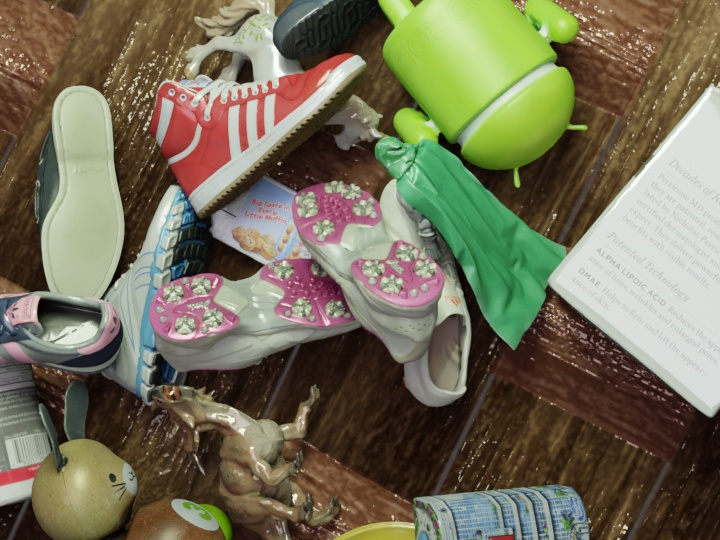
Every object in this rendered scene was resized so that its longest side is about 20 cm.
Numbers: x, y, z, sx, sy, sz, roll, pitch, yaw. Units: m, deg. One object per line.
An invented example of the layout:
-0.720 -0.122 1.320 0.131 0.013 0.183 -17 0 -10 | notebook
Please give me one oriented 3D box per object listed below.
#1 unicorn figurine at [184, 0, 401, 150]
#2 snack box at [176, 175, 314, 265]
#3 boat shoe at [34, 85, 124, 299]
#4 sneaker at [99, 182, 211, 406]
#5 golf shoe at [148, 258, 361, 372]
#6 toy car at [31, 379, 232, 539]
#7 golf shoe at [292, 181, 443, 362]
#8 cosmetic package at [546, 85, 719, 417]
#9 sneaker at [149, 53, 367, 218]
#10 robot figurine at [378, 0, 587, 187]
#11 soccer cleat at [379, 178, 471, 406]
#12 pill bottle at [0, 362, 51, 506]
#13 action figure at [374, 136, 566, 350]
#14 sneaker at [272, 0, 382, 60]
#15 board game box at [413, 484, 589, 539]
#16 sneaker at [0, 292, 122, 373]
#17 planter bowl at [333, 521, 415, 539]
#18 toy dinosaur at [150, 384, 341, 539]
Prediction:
-0.069 -0.155 1.294 0.137 0.074 0.200 -28 96 22 | unicorn figurine
-0.074 -0.039 1.317 0.200 0.024 0.072 28 92 10 | snack box
-0.259 -0.062 1.331 0.074 0.066 0.200 -3 85 -22 | boat shoe
-0.193 0.016 1.307 0.087 0.075 0.200 17 99 26 | sneaker
-0.083 0.042 1.272 0.200 0.092 0.075 -5 54 -11 | golf shoe
-0.212 0.191 1.242 0.158 0.164 0.200 -20 95 8 | toy car
0.000 0.000 1.216 0.075 0.092 0.200 -19 39 -18 | golf shoe
0.278 -0.011 1.185 0.165 0.165 0.200 40 93 10 | cosmetic package
-0.094 -0.144 1.234 0.200 0.071 0.113 -38 85 22 | sneaker
0.099 -0.171 1.246 0.175 0.116 0.200 -39 85 4 | robot figurine
0.061 0.016 1.258 0.069 0.078 0.200 -8 89 -23 | soccer cleat
-0.344 0.114 1.313 0.111 0.111 0.200 -16 84 9 | pill bottle
0.083 -0.041 1.224 0.055 0.118 0.200 -18 123 46 | action figure
-0.015 -0.259 1.276 0.082 0.070 0.200 42 65 18 | sneaker
0.103 0.283 1.197 0.200 0.062 0.200 -1 86 -31 | board game box
-0.299 0.042 1.232 0.200 0.082 0.070 1 66 -14 | sneaker
0.025 0.319 1.253 0.200 0.083 0.201 -1 87 9 | planter bowl
-0.100 0.178 1.287 0.135 0.086 0.200 -8 102 20 | toy dinosaur
